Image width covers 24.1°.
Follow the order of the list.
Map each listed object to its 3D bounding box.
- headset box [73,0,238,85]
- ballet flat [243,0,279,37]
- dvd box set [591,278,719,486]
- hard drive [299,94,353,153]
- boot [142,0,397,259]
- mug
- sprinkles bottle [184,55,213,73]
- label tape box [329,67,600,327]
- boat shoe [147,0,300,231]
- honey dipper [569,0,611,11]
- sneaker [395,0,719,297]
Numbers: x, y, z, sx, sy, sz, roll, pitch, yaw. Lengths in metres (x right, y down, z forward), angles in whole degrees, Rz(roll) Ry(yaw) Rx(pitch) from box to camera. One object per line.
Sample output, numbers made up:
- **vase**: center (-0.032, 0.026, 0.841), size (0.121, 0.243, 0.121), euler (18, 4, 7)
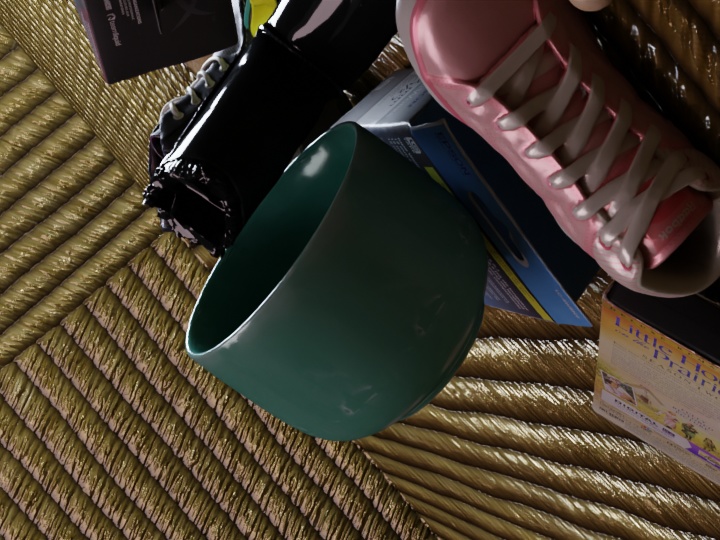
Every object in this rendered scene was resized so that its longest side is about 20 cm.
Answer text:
- **headset box**: center (-0.126, -0.203, 0.833), size (0.149, 0.075, 0.200), euler (84, 164, -56)
- **ballet flat**: center (-0.039, -0.177, 1.007), size (0.067, 0.067, 0.200), euler (26, 171, 6)
- **dvd box set**: center (0.193, 0.072, 0.896), size (0.146, 0.029, 0.200), euler (30, 165, 17)
- **hard drive**: center (-0.002, -0.054, 1.156), size (0.140, 0.038, 0.200), euler (58, -170, -45)
- **boot**: center (-0.040, -0.100, 0.882), size (0.073, 0.163, 0.198), euler (38, 158, -3)
- **mug**: center (0.003, 0.002, 0.910), size (0.114, 0.185, 0.152), euler (36, 154, -16)
- **sprinkles bottle**: center (-0.142, -0.211, 1.294), size (0.200, 0.068, 0.068), euler (45, 170, 22)
- **label tape box**: center (0.072, -0.047, 0.979), size (0.143, 0.066, 0.200), euler (51, 168, -14)
- **boat shoe**: center (-0.095, -0.114, 1.121), size (0.075, 0.093, 0.200), euler (130, 136, -61)
- **honey dipper**: center (0.101, -0.126, 0.612), size (0.038, 0.038, 0.200), euler (49, 173, -1)
- **sneaker**: center (0.101, -0.060, 0.745), size (0.200, 0.075, 0.105), euler (46, 178, -37)
